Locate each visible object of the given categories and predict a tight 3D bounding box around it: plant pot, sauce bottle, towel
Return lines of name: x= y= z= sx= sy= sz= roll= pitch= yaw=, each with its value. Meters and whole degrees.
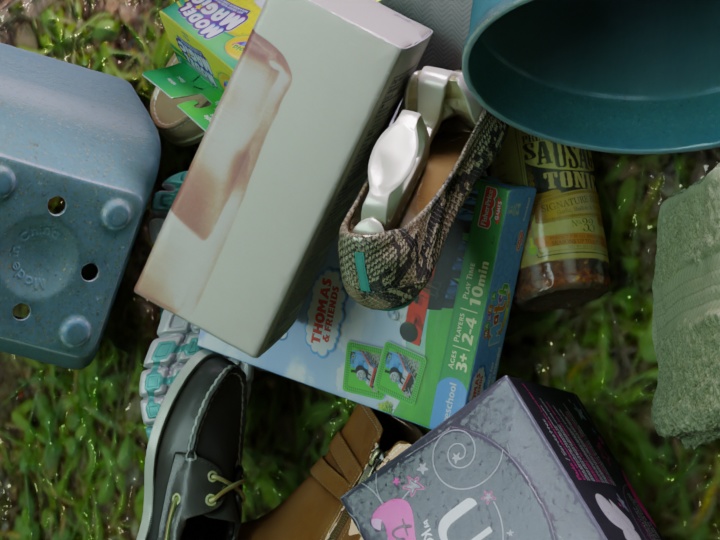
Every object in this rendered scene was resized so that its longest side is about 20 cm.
plant pot: x=-0.240 y=-0.036 z=1.621 sx=0.200 sy=0.195 sz=0.197 roll=40 pitch=112 yaw=61
sauce bottle: x=0.106 y=-0.078 z=1.463 sx=0.066 sy=0.066 sz=0.202 roll=-19 pitch=75 yaw=37
towel: x=0.190 y=0.020 z=1.328 sx=0.200 sy=0.036 sz=0.150 roll=133 pitch=138 yaw=-80
plant pot: x=0.160 y=-0.193 z=1.363 sx=0.199 sy=0.199 sz=0.190 roll=-16 pitch=59 yaw=37

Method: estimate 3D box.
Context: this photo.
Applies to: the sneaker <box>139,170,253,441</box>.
sneaker: x=-0.102 y=0.039 z=1.614 sx=0.077 sy=0.091 sz=0.202 roll=3 pitch=79 yaw=5

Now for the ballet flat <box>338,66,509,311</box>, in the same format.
ballet flat: x=0.037 y=-0.066 z=1.369 sx=0.067 sy=0.076 sz=0.201 roll=6 pitch=46 yaw=23

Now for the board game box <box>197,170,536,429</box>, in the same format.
board game box: x=0.000 y=0.000 z=1.467 sx=0.199 sy=0.036 sz=0.153 roll=17 pitch=101 yaw=33

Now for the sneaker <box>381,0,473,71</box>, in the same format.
sneaker: x=0.070 y=-0.220 z=1.443 sx=0.073 sy=0.116 sz=0.201 roll=20 pitch=125 yaw=22

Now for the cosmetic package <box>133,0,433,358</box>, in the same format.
cosmetic package: x=-0.044 y=-0.064 z=1.401 sx=0.087 sy=0.103 sz=0.201 roll=28 pitch=104 yaw=6

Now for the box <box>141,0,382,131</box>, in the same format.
box: x=-0.035 y=-0.159 z=1.513 sx=0.199 sy=0.049 sz=0.117 roll=-34 pitch=41 yaw=-15

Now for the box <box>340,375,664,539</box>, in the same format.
box: x=0.102 y=0.180 z=1.376 sx=0.132 sy=0.115 sz=0.201 roll=-37 pitch=67 yaw=16

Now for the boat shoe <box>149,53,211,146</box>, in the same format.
boat shoe: x=-0.087 y=-0.166 z=1.635 sx=0.200 sy=0.065 sz=0.072 roll=-47 pitch=58 yaw=26

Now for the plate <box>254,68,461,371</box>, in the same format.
plate: x=0.010 y=-0.041 z=1.560 sx=0.198 sy=0.032 sz=0.202 roll=-8 pitch=80 yaw=40

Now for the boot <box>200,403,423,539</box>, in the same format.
boot: x=-0.030 y=0.151 z=1.541 sx=0.199 sy=0.076 sz=0.156 roll=27 pitch=102 yaw=38

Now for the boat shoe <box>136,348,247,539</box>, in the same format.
boat shoe: x=-0.101 y=0.152 z=1.516 sx=0.060 sy=0.072 sz=0.203 roll=14 pitch=89 yaw=36

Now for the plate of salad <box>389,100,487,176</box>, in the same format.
plate of salad: x=0.002 y=-0.028 z=1.514 sx=0.199 sy=0.048 sz=0.202 roll=2 pitch=94 yaw=33
